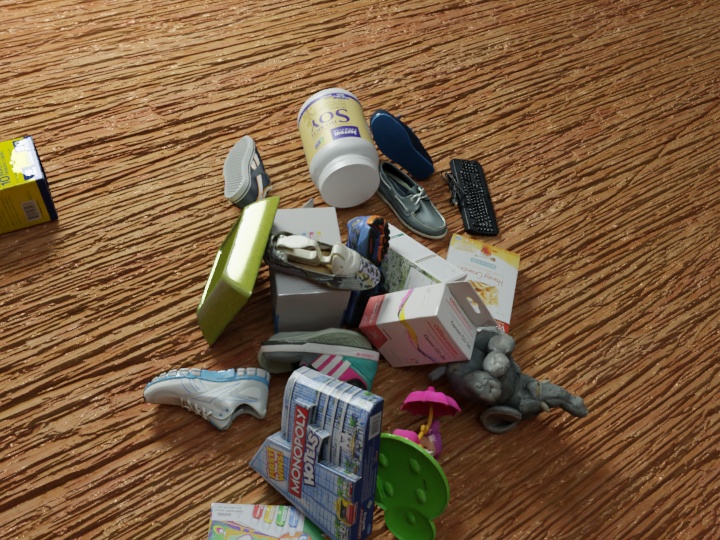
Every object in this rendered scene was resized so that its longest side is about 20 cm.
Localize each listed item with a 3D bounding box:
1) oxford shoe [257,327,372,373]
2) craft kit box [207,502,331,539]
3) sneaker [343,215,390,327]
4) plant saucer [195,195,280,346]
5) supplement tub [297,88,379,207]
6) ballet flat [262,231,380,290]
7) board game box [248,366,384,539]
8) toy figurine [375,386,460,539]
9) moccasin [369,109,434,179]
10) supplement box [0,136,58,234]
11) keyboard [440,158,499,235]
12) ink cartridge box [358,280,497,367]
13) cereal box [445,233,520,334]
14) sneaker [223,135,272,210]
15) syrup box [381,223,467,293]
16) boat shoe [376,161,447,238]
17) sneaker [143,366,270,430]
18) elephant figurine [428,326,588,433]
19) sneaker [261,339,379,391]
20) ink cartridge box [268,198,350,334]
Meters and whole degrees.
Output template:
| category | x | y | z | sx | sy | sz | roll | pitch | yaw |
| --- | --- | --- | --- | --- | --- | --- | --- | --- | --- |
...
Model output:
| category | x | y | z | sx | sy | sz | roll | pitch | yaw |
| --- | --- | --- | --- | --- | --- | --- | --- | --- | --- |
| oxford shoe | -0.076 | 0.131 | 1.050 | 0.194 | 0.058 | 0.078 | -3 | 101 | -15 |
| craft kit box | -0.118 | 0.428 | 0.851 | 0.194 | 0.049 | 0.202 | 4 | 58 | -8 |
| sneaker | 0.000 | 0.000 | 1.100 | 0.074 | 0.206 | 0.077 | 1 | 14 | -46 |
| plant saucer | -0.210 | -0.006 | 1.027 | 0.047 | 0.200 | 0.204 | 25 | 52 | -18 |
| supplement tub | -0.043 | -0.245 | 1.258 | 0.141 | 0.147 | 0.204 | -7 | 57 | -15 |
| ballet flat | -0.060 | -0.018 | 0.991 | 0.195 | 0.073 | 0.073 | 13 | 54 | -3 |
| board game box | -0.069 | 0.252 | 0.884 | 0.196 | 0.206 | 0.061 | 13 | 14 | 34 |
| toy figurine | 0.097 | 0.273 | 0.950 | 0.147 | 0.205 | 0.184 | 0 | 26 | 29 |
| moccasin | 0.080 | -0.265 | 1.304 | 0.079 | 0.200 | 0.069 | -26 | 46 | 22 |
| supplement box | -0.649 | -0.136 | 1.085 | 0.196 | 0.111 | 0.110 | -20 | 61 | -22 |
| keyboard | 0.233 | -0.166 | 1.326 | 0.101 | 0.040 | 0.204 | 0 | 55 | -12 |
| ink cartridge box | 0.109 | 0.090 | 1.015 | 0.117 | 0.197 | 0.068 | 49 | 46 | -30 |
| cereal box | 0.220 | 0.035 | 1.185 | 0.140 | 0.040 | 0.203 | 17 | 55 | 2 |
| sneaker | -0.221 | -0.181 | 1.226 | 0.079 | 0.078 | 0.203 | 41 | 27 | -35 |
| syrup box | 0.083 | -0.003 | 1.122 | 0.198 | 0.080 | 0.080 | 35 | 33 | 30 |
| boat shoe | 0.101 | -0.144 | 1.270 | 0.072 | 0.062 | 0.200 | -35 | 69 | -29 |
| sneaker | -0.234 | 0.201 | 0.965 | 0.194 | 0.075 | 0.089 | -1 | 62 | -12 |
| elephant figurine | 0.245 | 0.202 | 1.033 | 0.200 | 0.155 | 0.142 | 43 | 85 | -26 |
| sneaker | -0.067 | 0.175 | 0.985 | 0.195 | 0.083 | 0.124 | 10 | 81 | -20 |
| ink cartridge box | -0.098 | -0.011 | 1.099 | 0.122 | 0.130 | 0.204 | -3 | 56 | -13 |
